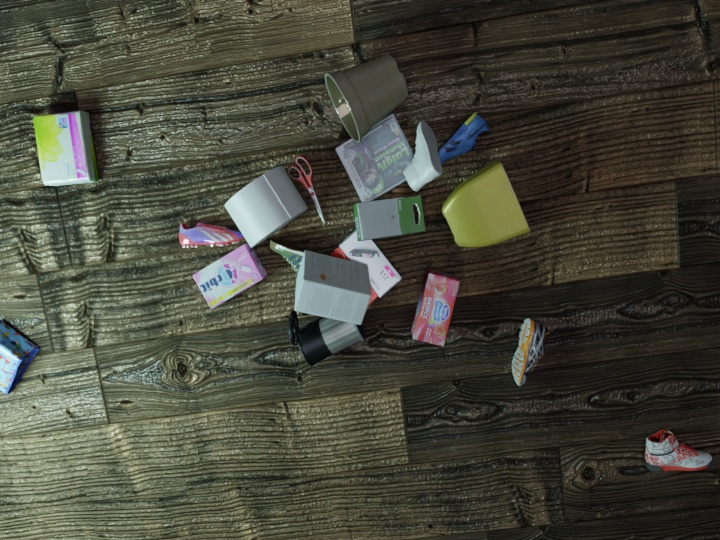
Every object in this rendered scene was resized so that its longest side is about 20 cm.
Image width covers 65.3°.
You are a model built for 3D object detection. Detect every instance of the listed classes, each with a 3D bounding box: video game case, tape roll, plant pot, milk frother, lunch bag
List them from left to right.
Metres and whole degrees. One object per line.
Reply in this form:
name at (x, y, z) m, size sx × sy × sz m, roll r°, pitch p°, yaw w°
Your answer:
lunch bag at (-1.134, 0.288, 1.760) m, size 0.149 × 0.094 × 0.201 m, roll 37°, pitch 108°, yaw -6°
tape roll at (-0.264, -0.179, 1.581) m, size 0.200 × 0.203 × 0.141 m, roll -34°, pitch 95°, yaw 7°
milk frother at (-0.104, 0.168, 1.629) m, size 0.184 × 0.200 × 0.184 m, roll -26°, pitch 93°, yaw 6°
plant pot at (0.026, -0.485, 1.538) m, size 0.180 × 0.200 × 0.204 m, roll -29°, pitch 97°, yaw -5°
video game case at (0.052, -0.321, 1.633) m, size 0.196 × 0.023 × 0.185 m, roll -28°, pitch 97°, yaw 6°
plant pot at (0.336, -0.171, 1.565) m, size 0.196 × 0.194 × 0.200 m, roll -24°, pitch 98°, yaw 15°

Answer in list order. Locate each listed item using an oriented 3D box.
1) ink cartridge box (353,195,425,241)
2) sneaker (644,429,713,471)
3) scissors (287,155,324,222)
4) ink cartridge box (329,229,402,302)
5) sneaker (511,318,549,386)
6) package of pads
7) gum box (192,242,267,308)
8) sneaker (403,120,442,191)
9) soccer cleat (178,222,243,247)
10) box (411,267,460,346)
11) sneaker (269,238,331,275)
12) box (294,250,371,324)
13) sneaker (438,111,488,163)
ink cartridge box at (0.082, -0.151, 1.623) m, size 0.194 × 0.059 × 0.107 m, roll -9°, pitch 91°, yaw -12°
sneaker at (0.964, 0.541, 1.700) m, size 0.195 × 0.067 × 0.111 m, roll -7°, pitch 101°, yaw 7°
scissors at (-0.141, -0.241, 1.659) m, size 0.072 × 0.014 × 0.202 m, roll -36°, pitch 94°, yaw 6°
ink cartridge box at (0.000, 0.000, 1.676) m, size 0.173 × 0.044 × 0.201 m, roll -39°, pitch 95°, yaw 6°
sneaker at (0.507, 0.249, 1.675) m, size 0.075 × 0.078 × 0.206 m, roll 11°, pitch 101°, yaw -8°
package of pads at (-0.867, -0.356, 1.649) m, size 0.149 × 0.068 × 0.207 m, roll -5°, pitch 98°, yaw 3°
gum box at (-0.385, 0.012, 1.683) m, size 0.197 × 0.066 × 0.116 m, roll -29°, pitch 96°, yaw 7°
sneaker at (0.161, -0.319, 1.580) m, size 0.073 × 0.205 × 0.115 m, roll 24°, pitch 137°, yaw -34°
soccer cleat at (-0.446, -0.110, 1.671) m, size 0.193 × 0.067 × 0.079 m, roll -4°, pitch 94°, yaw 6°
box at (0.220, 0.106, 1.654) m, size 0.097 × 0.096 × 0.206 m, roll 13°, pitch 99°, yaw 0°
sneaker at (-0.184, -0.024, 1.668) m, size 0.195 × 0.067 × 0.092 m, roll 17°, pitch 108°, yaw 5°
box at (-0.079, 0.047, 1.580) m, size 0.194 × 0.154 × 0.108 m, roll 13°, pitch 122°, yaw -12°
sneaker at (0.279, -0.353, 1.596) m, size 0.078 × 0.066 × 0.200 m, roll 44°, pitch 98°, yaw -8°
